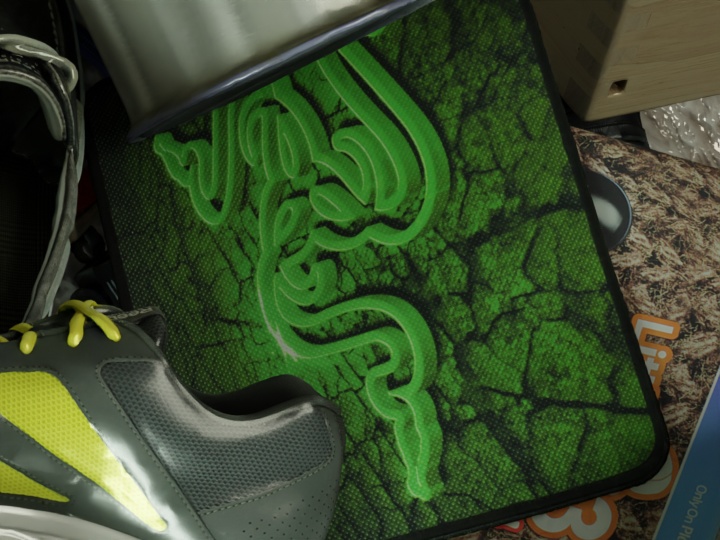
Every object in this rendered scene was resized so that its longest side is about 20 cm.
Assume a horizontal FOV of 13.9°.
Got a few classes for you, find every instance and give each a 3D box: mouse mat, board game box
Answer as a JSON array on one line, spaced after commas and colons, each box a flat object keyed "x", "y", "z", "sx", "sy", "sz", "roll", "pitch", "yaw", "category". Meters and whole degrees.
[{"x": 0.000, "y": 0.000, "z": 0.962, "sx": 0.008, "sy": 0.160, "sz": 0.201, "roll": 74, "pitch": 1, "yaw": -60, "category": "mouse mat"}, {"x": 0.044, "y": 0.038, "z": 0.994, "sx": 0.097, "sy": 0.199, "sz": 0.160, "roll": 74, "pitch": 37, "yaw": -61, "category": "board game box"}]

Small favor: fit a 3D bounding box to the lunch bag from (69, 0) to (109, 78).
[{"x": -0.093, "y": -0.162, "z": 1.065, "sx": 0.200, "sy": 0.082, "sz": 0.161, "roll": 39, "pitch": 41, "yaw": -29, "category": "lunch bag"}]

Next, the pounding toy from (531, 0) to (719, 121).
[{"x": 0.121, "y": -0.161, "z": 1.238, "sx": 0.184, "sy": 0.142, "sz": 0.200, "roll": -13, "pitch": 48, "yaw": -30, "category": "pounding toy"}]

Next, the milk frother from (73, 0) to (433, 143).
[{"x": -0.071, "y": -0.143, "z": 0.886, "sx": 0.200, "sy": 0.180, "sz": 0.189, "roll": -27, "pitch": 92, "yaw": -41, "category": "milk frother"}]

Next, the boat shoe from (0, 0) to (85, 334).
[{"x": -0.113, "y": -0.042, "z": 0.925, "sx": 0.072, "sy": 0.071, "sz": 0.201, "roll": 8, "pitch": 57, "yaw": -22, "category": "boat shoe"}]

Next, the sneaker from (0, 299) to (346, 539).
[{"x": -0.096, "y": 0.041, "z": 0.837, "sx": 0.199, "sy": 0.074, "sz": 0.085, "roll": 20, "pitch": 93, "yaw": -17, "category": "sneaker"}]

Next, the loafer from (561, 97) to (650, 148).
[{"x": 0.061, "y": -0.037, "z": 1.182, "sx": 0.071, "sy": 0.068, "sz": 0.200, "roll": 55, "pitch": 37, "yaw": 1, "category": "loafer"}]

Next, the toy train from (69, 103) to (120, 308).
[{"x": -0.111, "y": -0.043, "z": 1.019, "sx": 0.200, "sy": 0.046, "sz": 0.034, "roll": 55, "pitch": 42, "yaw": -12, "category": "toy train"}]
